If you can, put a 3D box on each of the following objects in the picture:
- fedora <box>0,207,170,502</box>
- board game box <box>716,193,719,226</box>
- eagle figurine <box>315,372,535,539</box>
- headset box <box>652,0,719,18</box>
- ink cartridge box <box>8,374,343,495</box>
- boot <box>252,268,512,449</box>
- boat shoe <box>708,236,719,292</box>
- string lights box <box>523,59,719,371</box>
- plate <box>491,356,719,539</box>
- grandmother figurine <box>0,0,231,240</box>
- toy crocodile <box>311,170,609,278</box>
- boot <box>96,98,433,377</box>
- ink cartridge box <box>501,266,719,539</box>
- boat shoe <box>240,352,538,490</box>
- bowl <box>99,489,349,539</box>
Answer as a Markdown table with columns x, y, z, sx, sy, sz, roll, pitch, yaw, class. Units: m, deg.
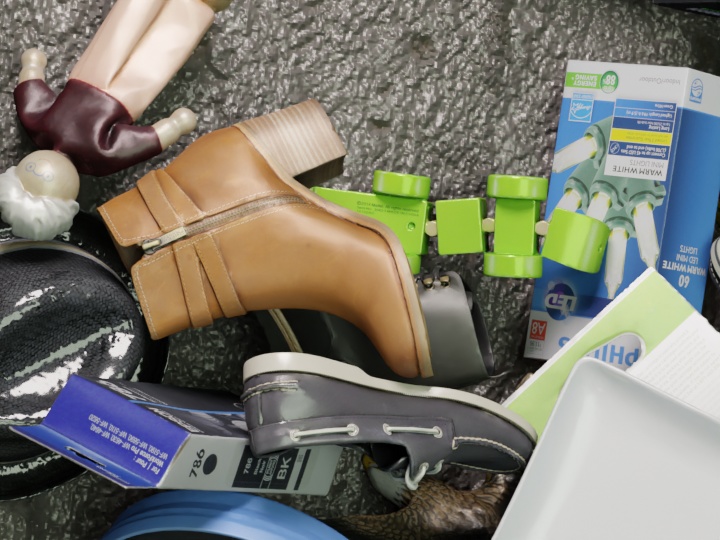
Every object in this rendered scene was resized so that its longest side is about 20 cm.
| x | y | z | sx | sy | sz | roll | pitch | yaw | class |
| --- | --- | --- | --- | --- | --- | --- | --- | --- | --- |
| -0.202 | 0.051 | 1.608 | 0.200 | 0.092 | 0.202 | -1 | 92 | -21 | fedora |
| 0.329 | -0.092 | 1.827 | 0.200 | 0.048 | 0.102 | -36 | 104 | -16 | board game box |
| 0.037 | 0.172 | 1.692 | 0.200 | 0.151 | 0.152 | -35 | 114 | -27 | eagle figurine |
| 0.321 | -0.209 | 1.710 | 0.174 | 0.200 | 0.093 | 2 | 92 | -46 | headset box |
| -0.106 | 0.098 | 1.566 | 0.200 | 0.099 | 0.039 | 7 | 104 | -57 | ink cartridge box |
| 0.000 | 0.000 | 1.656 | 0.138 | 0.077 | 0.201 | -21 | 96 | 15 | boot |
| 0.276 | 0.039 | 1.768 | 0.200 | 0.062 | 0.075 | 38 | 33 | -50 | boat shoe |
| 0.177 | -0.033 | 1.737 | 0.059 | 0.103 | 0.201 | 10 | 88 | -47 | string lights box |
| 0.178 | 0.181 | 1.579 | 0.199 | 0.032 | 0.200 | 25 | 82 | 15 | plate |
| -0.162 | -0.105 | 1.618 | 0.200 | 0.121 | 0.061 | -60 | 150 | -19 | grandmother figurine |
| 0.060 | -0.028 | 1.702 | 0.199 | 0.062 | 0.068 | 2 | 90 | 8 | toy crocodile |
| -0.056 | 0.004 | 1.581 | 0.155 | 0.077 | 0.200 | -26 | 76 | -10 | boot |
| 0.202 | 0.121 | 1.647 | 0.148 | 0.076 | 0.200 | -42 | 72 | -3 | ink cartridge box |
| 0.017 | 0.102 | 1.571 | 0.199 | 0.073 | 0.063 | 16 | 63 | -28 | boat shoe |
| -0.071 | 0.206 | 1.622 | 0.200 | 0.200 | 0.039 | 36 | 48 | -18 | bowl |
